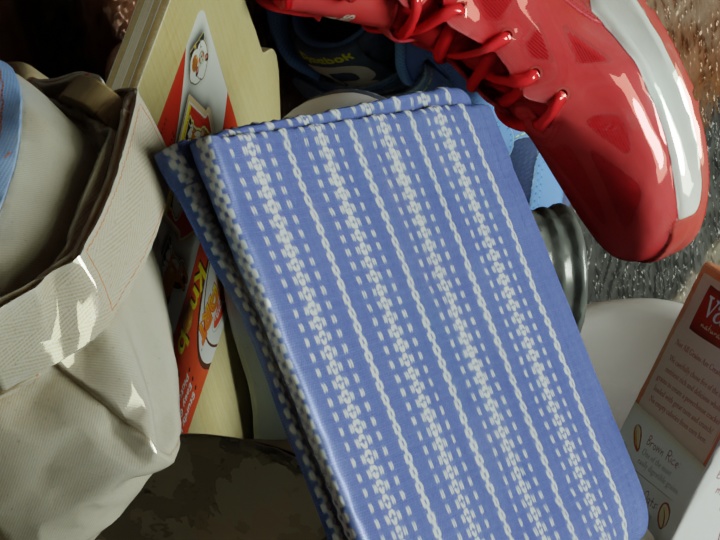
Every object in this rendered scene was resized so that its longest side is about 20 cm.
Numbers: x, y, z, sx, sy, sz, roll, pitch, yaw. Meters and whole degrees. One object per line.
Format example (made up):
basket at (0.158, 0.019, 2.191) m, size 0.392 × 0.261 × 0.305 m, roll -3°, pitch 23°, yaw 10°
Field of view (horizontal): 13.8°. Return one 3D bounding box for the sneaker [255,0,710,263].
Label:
sneaker at (0.025, -0.076, 0.957) m, size 0.115 × 0.078 × 0.201 m, roll -29°, pitch 92°, yaw -30°

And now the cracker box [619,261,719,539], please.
cracker box at (0.131, 0.114, 0.978) m, size 0.133 × 0.058 × 0.201 m, roll 21°, pitch 99°, yaw -29°

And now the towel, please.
towel at (0.017, 0.024, 0.789) m, size 0.146 × 0.024 × 0.200 m, roll 68°, pitch 23°, yaw 3°

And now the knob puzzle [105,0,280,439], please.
knob puzzle at (-0.066, 0.013, 0.912) m, size 0.220 × 0.030 × 0.221 m, roll 8°, pitch 90°, yaw -75°

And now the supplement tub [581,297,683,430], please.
supplement tub at (0.115, 0.127, 1.159) m, size 0.201 × 0.144 × 0.145 m, roll 66°, pitch 35°, yaw -39°

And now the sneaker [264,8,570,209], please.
sneaker at (0.011, -0.076, 1.042) m, size 0.201 × 0.074 × 0.082 m, roll 60°, pitch 38°, yaw -31°

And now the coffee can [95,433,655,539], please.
coffee can at (-0.004, 0.121, 0.855) m, size 0.200 × 0.145 × 0.148 m, roll 8°, pitch 82°, yaw -65°

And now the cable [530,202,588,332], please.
cable at (0.039, 0.029, 1.018) m, size 0.200 × 0.050 × 0.098 m, roll 135°, pitch -44°, yaw -84°

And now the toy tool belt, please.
toy tool belt at (-0.115, -0.016, 0.731) m, size 0.123 × 0.125 × 0.200 m, roll 36°, pitch 20°, yaw -29°

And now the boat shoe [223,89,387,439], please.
boat shoe at (0.005, 0.002, 0.968) m, size 0.203 × 0.074 × 0.086 m, roll 87°, pitch 19°, yaw -47°
